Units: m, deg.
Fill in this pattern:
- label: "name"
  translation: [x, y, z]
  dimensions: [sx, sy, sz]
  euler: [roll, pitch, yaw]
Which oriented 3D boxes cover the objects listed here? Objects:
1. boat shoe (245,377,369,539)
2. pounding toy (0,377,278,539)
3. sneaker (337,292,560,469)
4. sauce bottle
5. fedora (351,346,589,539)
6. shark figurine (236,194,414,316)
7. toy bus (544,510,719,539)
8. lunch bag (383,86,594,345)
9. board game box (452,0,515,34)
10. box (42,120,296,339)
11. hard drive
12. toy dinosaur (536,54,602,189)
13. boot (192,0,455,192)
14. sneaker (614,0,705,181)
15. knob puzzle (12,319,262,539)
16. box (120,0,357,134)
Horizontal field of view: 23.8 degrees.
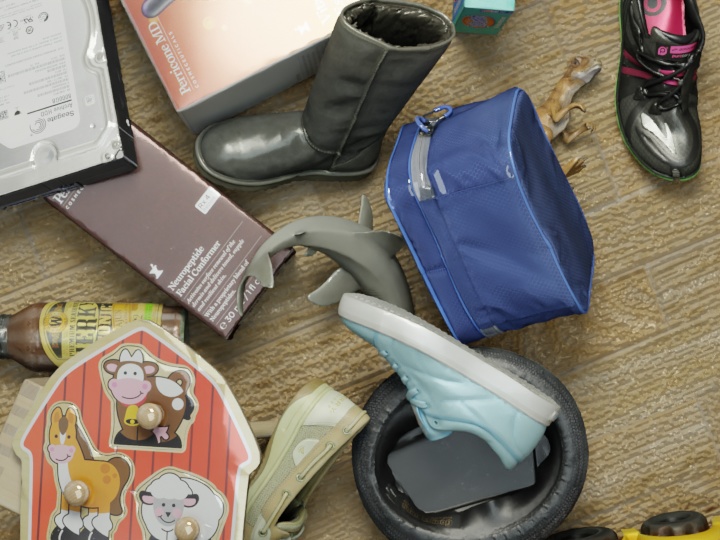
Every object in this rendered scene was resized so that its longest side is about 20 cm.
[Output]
- label: "boat shoe"
  translation: [-0.058, 0.189, 1.446]
  dimensions: [0.063, 0.073, 0.202]
  euler: [31, 108, 15]
- label: "pounding toy"
  translation: [-0.178, 0.156, 1.425]
  dimensions: [0.199, 0.184, 0.143]
  euler: [24, 90, 7]
- label: "sneaker"
  translation: [0.058, 0.093, 1.378]
  dimensions: [0.199, 0.074, 0.082]
  euler: [31, 92, 3]
- label: "sauce bottle"
  translation: [-0.248, 0.059, 1.468]
  dimensions: [0.198, 0.065, 0.065]
  euler: [0, 91, -2]
- label: "fedora"
  translation: [0.094, 0.153, 1.462]
  dimensions: [0.199, 0.092, 0.202]
  euler: [0, 93, 5]
- label: "shark figurine"
  translation: [-0.011, -0.016, 1.423]
  dimensions: [0.089, 0.214, 0.129]
  euler: [-7, 75, 42]
- label: "toy bus"
  translation: [0.242, 0.285, 1.422]
  dimensions: [0.199, 0.192, 0.137]
  euler: [-10, 89, -3]
- label: "lunch bag"
  translation: [0.097, -0.046, 1.409]
  dimensions: [0.132, 0.136, 0.201]
  euler: [-18, 114, 22]
- label: "board game box"
  translation: [0.108, -0.308, 1.431]
  dimensions: [0.045, 0.152, 0.202]
  euler: [4, 90, -1]
- label: "box"
  translation: [-0.161, -0.040, 1.466]
  dimensions: [0.200, 0.075, 0.100]
  euler: [37, 89, 0]
- label: "hard drive"
  translation: [-0.271, -0.162, 1.436]
  dimensions: [0.139, 0.038, 0.201]
  euler: [-15, 73, 12]
- label: "toy dinosaur"
  translation: [0.140, -0.105, 1.491]
  dimensions: [0.200, 0.060, 0.106]
  euler: [-37, 66, -5]
- label: "boot"
  translation: [-0.033, -0.142, 1.393]
  dimensions: [0.181, 0.200, 0.073]
  euler: [-8, 70, -20]
- label: "sneaker"
  translation: [0.258, -0.176, 1.470]
  dimensions: [0.076, 0.084, 0.201]
  euler: [-8, 91, -1]
- label: "knob puzzle"
  translation: [-0.175, 0.138, 1.318]
  dimensions: [0.218, 0.030, 0.221]
  euler: [0, 87, 7]
- label: "box"
  translation: [-0.093, -0.232, 1.441]
  dimensions: [0.199, 0.106, 0.153]
  euler: [-28, 84, -2]
